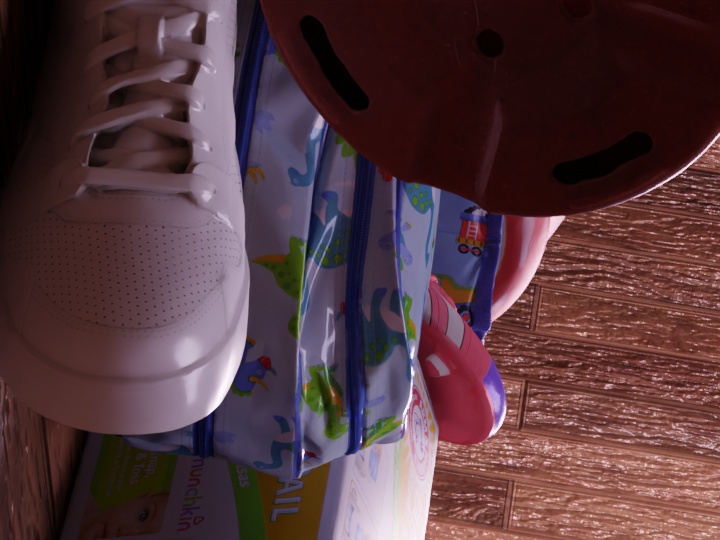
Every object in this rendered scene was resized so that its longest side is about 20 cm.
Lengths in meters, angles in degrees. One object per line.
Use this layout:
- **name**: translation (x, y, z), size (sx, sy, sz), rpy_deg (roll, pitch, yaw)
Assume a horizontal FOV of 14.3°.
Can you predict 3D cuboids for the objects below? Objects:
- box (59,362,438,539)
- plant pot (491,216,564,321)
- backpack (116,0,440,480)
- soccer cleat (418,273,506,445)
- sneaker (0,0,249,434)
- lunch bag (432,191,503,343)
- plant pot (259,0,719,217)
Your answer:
- **box**: translation (-0.041, 0.099, 1.096), size (0.200, 0.112, 0.102), rpy_deg (-81, 159, -47)
- **plant pot**: translation (0.027, -0.070, 1.549), size (0.183, 0.199, 0.201), rpy_deg (-72, 172, -60)
- **backpack**: translation (-0.032, -0.029, 0.994), size (0.163, 0.153, 0.201), rpy_deg (110, 3, -62)
- **soccer cleat**: translation (0.000, 0.000, 1.237), size (0.076, 0.200, 0.067), rpy_deg (-28, 141, -36)
- **sneaker**: translation (-0.062, -0.055, 0.756), size (0.200, 0.073, 0.116), rpy_deg (-96, -170, -56)
- **lunch bag**: translation (-0.010, 0.002, 1.400), size (0.200, 0.150, 0.094), rpy_deg (95, 5, -73)
- **plant pot**: translation (0.067, -0.126, 0.868), size (0.195, 0.200, 0.201), rpy_deg (-59, 161, -53)
